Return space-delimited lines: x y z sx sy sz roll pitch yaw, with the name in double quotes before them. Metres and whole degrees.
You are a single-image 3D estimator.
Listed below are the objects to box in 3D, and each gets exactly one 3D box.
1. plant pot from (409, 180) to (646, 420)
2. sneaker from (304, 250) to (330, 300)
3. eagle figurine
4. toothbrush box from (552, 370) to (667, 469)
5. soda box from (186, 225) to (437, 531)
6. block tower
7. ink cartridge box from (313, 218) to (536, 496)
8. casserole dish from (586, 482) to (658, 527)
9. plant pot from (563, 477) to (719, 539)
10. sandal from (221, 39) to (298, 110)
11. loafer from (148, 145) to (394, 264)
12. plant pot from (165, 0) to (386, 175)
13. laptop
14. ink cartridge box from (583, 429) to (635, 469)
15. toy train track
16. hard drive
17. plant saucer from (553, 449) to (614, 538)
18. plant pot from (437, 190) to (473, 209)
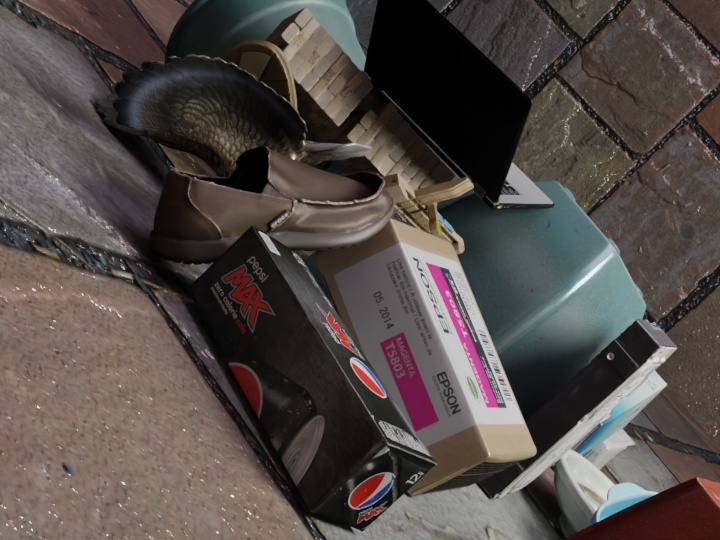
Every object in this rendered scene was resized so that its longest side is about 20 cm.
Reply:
"plant pot" 0.161 0.032 1.345 0.196 0.199 0.197 51 4 -48
"sneaker" 0.000 0.000 1.239 0.074 0.082 0.200 48 11 4
"eagle figurine" -0.103 -0.095 1.084 0.200 0.151 0.151 50 31 -9
"toothbrush box" 0.242 0.123 1.562 0.147 0.085 0.199 50 30 17
"soda box" -0.036 0.067 0.894 0.063 0.071 0.201 34 17 -52
"block tower" -0.007 -0.134 1.205 0.200 0.054 0.058 46 -18 -16
"ink cartridge box" 0.056 0.070 1.094 0.202 0.074 0.165 68 16 13
"casserole dish" 0.257 0.282 1.182 0.120 0.039 0.202 -3 61 -42
"plant pot" 0.224 0.253 0.951 0.201 0.176 0.199 51 12 25
"sandal" -0.080 -0.121 1.194 0.201 0.079 0.054 80 26 -44
"loafer" -0.057 -0.053 0.984 0.198 0.072 0.073 -12 21 -37
"plant pot" -0.064 -0.162 1.334 0.200 0.199 0.197 27 31 -59
"laptop" 0.102 -0.159 1.233 0.187 0.116 0.199 48 25 22
"ink cartridge box" 0.260 0.173 1.707 0.163 0.057 0.200 50 8 18
"toy train track" 0.054 -0.036 1.181 0.200 0.113 0.033 35 44 -66
"hard drive" 0.196 0.124 1.233 0.038 0.200 0.140 48 10 15
"plant saucer" 0.244 0.262 1.320 0.200 0.050 0.200 44 11 -11
"plant pot" 0.149 -0.008 1.623 0.201 0.161 0.201 45 11 -11
